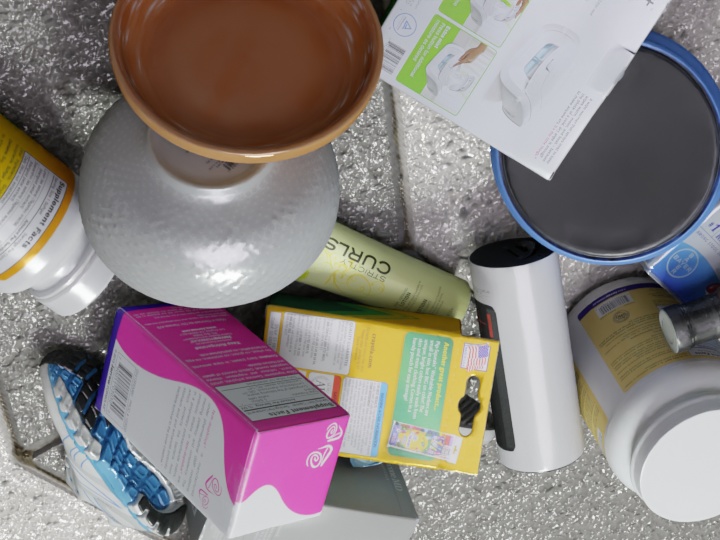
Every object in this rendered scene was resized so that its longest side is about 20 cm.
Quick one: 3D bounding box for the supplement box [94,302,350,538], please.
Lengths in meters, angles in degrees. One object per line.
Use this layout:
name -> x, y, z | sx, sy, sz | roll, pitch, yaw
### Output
supplement box -> -0.116, 0.115, 1.246 | 0.103, 0.200, 0.101 | -5, 121, -42

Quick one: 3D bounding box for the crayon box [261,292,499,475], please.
crayon box -> 0.011, 0.098, 1.311 | 0.199, 0.052, 0.126 | 9, 104, 1

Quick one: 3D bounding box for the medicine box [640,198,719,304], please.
medicine box -> 0.359, -0.046, 1.351 | 0.200, 0.103, 0.182 | -43, 123, 14

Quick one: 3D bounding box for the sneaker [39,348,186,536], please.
sneaker -> -0.239, 0.159, 1.340 | 0.086, 0.075, 0.200 | -11, 117, 32

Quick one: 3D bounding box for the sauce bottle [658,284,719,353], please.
sauce bottle -> 0.354, 0.022, 1.292 | 0.199, 0.065, 0.065 | -20, 125, -3

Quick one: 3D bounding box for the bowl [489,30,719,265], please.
bowl -> 0.206, -0.100, 1.253 | 0.200, 0.039, 0.201 | 2, 103, 9

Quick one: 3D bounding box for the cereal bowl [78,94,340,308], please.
cereal bowl -> -0.112, -0.077, 1.135 | 0.199, 0.201, 0.083 | -7, 149, -11

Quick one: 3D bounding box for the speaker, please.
speaker -> 0.149, 0.073, 1.352 | 0.081, 0.081, 0.201 | -13, 109, -8

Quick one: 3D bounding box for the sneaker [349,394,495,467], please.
sneaker -> 0.024, 0.143, 1.402 | 0.199, 0.074, 0.082 | 12, 120, -9

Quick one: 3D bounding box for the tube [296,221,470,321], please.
tube -> 0.000, 0.000, 1.315 | 0.200, 0.052, 0.058 | 23, 76, -23

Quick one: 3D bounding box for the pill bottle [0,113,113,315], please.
pill bottle -> -0.280, -0.053, 1.162 | 0.111, 0.111, 0.200 | -41, 123, 12

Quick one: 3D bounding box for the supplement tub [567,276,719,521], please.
supplement tub -> 0.271, 0.114, 1.369 | 0.145, 0.200, 0.146 | -7, 124, -11

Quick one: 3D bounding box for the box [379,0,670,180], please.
box -> 0.125, -0.203, 1.154 | 0.176, 0.097, 0.200 | 29, 112, -6

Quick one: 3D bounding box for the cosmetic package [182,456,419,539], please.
cosmetic package -> -0.058, 0.212, 1.399 | 0.199, 0.107, 0.090 | 9, 120, -23

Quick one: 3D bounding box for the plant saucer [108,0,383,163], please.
plant saucer -> -0.084, -0.160, 1.114 | 0.199, 0.201, 0.037 | -7, 154, -11
